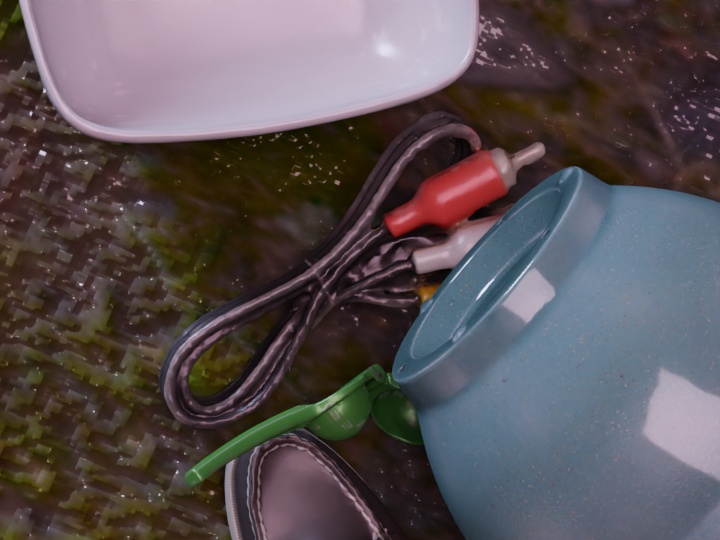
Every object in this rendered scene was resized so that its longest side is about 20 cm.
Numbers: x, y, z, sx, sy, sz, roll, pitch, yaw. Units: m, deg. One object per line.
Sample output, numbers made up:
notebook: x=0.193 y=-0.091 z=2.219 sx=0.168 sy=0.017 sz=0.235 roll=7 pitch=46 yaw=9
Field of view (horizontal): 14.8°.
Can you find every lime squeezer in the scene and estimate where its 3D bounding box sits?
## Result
lime squeezer: x=0.003 y=0.076 z=1.214 sx=0.200 sy=0.038 sz=0.071 roll=13 pitch=73 yaw=-36

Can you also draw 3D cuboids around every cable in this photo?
cable: x=0.000 y=0.000 z=1.220 sx=0.200 sy=0.050 sz=0.097 roll=-25 pitch=114 yaw=-14

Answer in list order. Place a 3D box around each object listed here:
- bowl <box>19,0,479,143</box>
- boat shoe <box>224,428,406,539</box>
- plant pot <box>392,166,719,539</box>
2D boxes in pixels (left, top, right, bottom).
bowl: x=-0.058 y=-0.155 z=1.215 sx=0.200 sy=0.075 sz=0.200 roll=-8 pitch=88 yaw=-12
boat shoe: x=0.004 y=0.157 z=1.211 sx=0.072 sy=0.061 sz=0.201 roll=-27 pitch=91 yaw=-11
plant pot: x=0.099 y=0.042 z=1.161 sx=0.134 sy=0.200 sz=0.200 roll=40 pitch=80 yaw=-10
